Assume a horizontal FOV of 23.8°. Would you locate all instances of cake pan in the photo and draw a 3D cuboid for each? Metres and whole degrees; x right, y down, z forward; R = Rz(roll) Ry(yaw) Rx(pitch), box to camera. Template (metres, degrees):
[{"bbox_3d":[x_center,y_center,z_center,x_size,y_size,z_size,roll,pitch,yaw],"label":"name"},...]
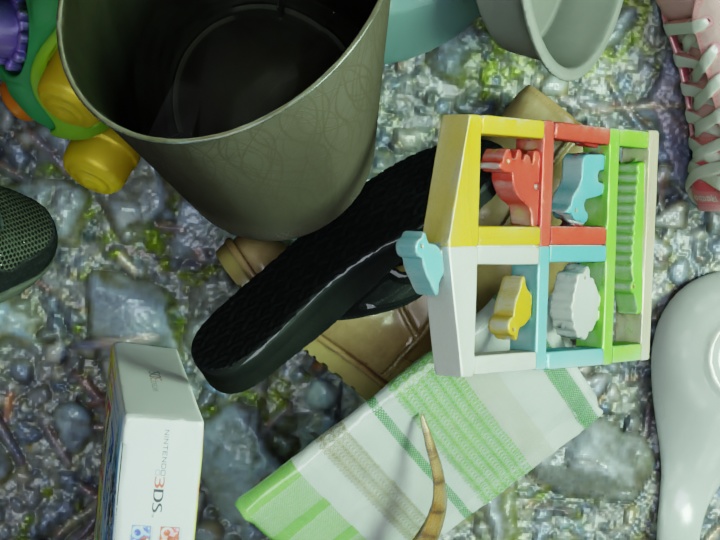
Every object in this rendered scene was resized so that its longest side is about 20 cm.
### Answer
[{"bbox_3d":[0.104,-0.204,0.911,0.036,0.200,0.202,8,98,25],"label":"cake pan"}]

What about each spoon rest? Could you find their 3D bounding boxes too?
[{"bbox_3d":[0.212,0.099,1.025,0.099,0.061,0.202,16,82,-9],"label":"spoon rest"}]

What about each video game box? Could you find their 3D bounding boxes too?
[{"bbox_3d":[-0.119,0.146,0.916,0.046,0.200,0.184,3,98,-10],"label":"video game box"}]

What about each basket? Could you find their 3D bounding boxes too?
[{"bbox_3d":[-0.051,-0.102,0.839,0.136,0.200,0.181,33,77,13],"label":"basket"}]

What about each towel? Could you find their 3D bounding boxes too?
[{"bbox_3d":[0.036,0.100,0.975,0.199,0.031,0.149,-36,139,0],"label":"towel"}]

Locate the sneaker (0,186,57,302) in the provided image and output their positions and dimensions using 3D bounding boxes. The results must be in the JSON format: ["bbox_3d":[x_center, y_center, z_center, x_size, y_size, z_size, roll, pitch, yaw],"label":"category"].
[{"bbox_3d":[-0.217,-0.040,0.887,0.114,0.199,0.077,-35,60,28],"label":"sneaker"}]

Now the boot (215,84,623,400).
[{"bbox_3d":[0.040,-0.026,0.982,0.175,0.066,0.200,40,92,-22],"label":"boot"}]

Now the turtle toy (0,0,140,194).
[{"bbox_3d":[-0.148,-0.143,0.890,0.100,0.200,0.146,22,68,11],"label":"turtle toy"}]

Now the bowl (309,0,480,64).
[{"bbox_3d":[0.006,-0.213,0.931,0.199,0.105,0.203,-1,97,-6],"label":"bowl"}]

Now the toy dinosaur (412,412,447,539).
[{"bbox_3d":[0.020,0.183,0.974,0.106,0.061,0.200,22,114,-44],"label":"toy dinosaur"}]

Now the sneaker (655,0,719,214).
[{"bbox_3d":[0.212,-0.097,0.982,0.105,0.075,0.200,-46,104,-4],"label":"sneaker"}]

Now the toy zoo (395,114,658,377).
[{"bbox_3d":[0.092,-0.013,0.897,0.199,0.020,0.132,0,93,-47],"label":"toy zoo"}]

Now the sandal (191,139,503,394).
[{"bbox_3d":[-0.001,0.000,0.916,0.200,0.075,0.048,-37,124,-2],"label":"sandal"}]
